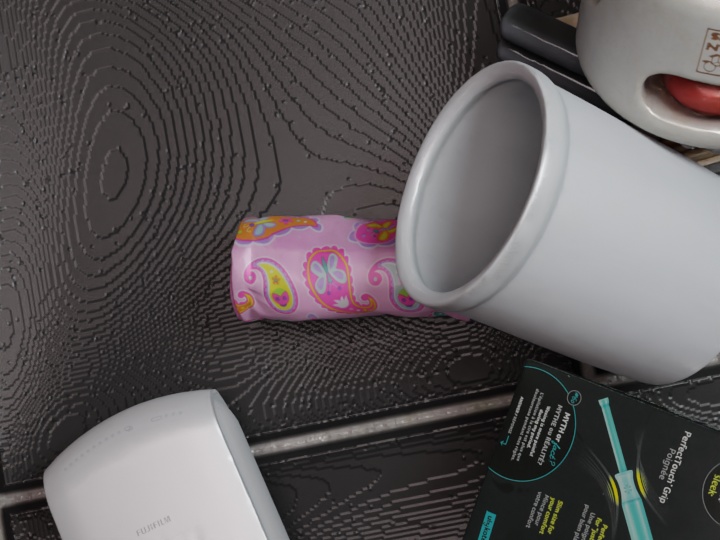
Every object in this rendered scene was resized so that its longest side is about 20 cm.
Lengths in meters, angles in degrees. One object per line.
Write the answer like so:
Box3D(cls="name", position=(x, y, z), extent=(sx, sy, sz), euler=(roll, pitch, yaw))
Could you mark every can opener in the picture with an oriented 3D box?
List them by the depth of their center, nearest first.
Box3D(cls="can opener", position=(0.195, -0.143, 0.991), extent=(0.198, 0.053, 0.067), euler=(24, 60, 15))

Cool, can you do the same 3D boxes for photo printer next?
Box3D(cls="photo printer", position=(-0.145, 0.202, 1.048), extent=(0.165, 0.069, 0.202), euler=(-25, 83, 6))

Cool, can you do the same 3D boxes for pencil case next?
Box3D(cls="pencil case", position=(0.000, 0.000, 1.036), extent=(0.197, 0.087, 0.089), euler=(0, 86, 8))

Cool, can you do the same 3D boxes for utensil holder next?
Box3D(cls="utensil holder", position=(0.149, -0.025, 0.934), extent=(0.198, 0.170, 0.172), euler=(22, 89, -27))

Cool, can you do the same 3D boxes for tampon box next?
Box3D(cls="tampon box", position=(0.197, 0.170, 0.941), extent=(0.198, 0.126, 0.152), euler=(21, 90, 29))

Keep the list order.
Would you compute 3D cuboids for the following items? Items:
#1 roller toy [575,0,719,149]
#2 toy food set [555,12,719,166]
Box3D(cls="roller toy", position=(0.242, -0.185, 0.900), extent=(0.181, 0.141, 0.200), euler=(-26, 55, -23))
Box3D(cls="toy food set", position=(0.242, -0.151, 1.019), extent=(0.197, 0.060, 0.145), euler=(-16, 84, 7))
